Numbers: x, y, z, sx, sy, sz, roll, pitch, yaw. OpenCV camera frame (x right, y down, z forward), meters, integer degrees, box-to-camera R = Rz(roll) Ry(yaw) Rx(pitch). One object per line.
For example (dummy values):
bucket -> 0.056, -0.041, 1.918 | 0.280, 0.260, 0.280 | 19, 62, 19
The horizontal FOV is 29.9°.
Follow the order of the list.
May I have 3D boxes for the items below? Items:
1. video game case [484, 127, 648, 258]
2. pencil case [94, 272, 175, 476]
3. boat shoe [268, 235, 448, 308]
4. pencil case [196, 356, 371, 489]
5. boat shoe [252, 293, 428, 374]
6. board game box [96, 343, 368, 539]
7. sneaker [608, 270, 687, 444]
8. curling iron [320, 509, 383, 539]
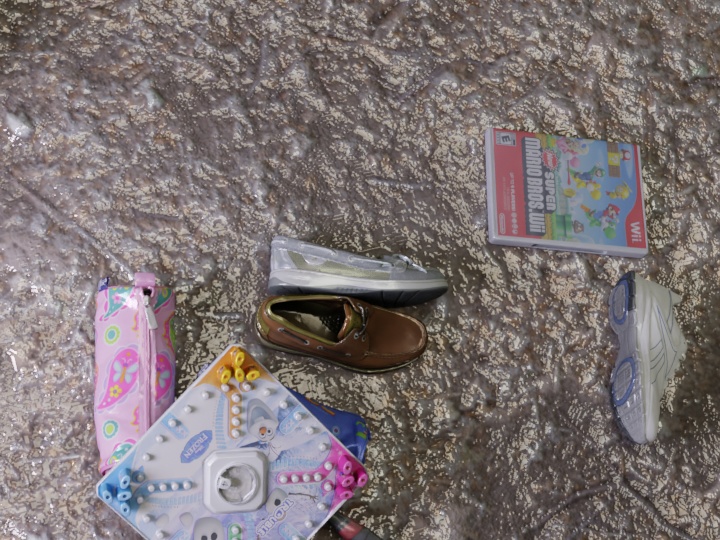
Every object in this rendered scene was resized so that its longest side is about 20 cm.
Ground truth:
video game case -> 0.245, -0.093, 1.606 | 0.197, 0.017, 0.145 | 5, 69, -14
pencil case -> -0.226, 0.109, 1.366 | 0.086, 0.088, 0.203 | 2, 71, -14
boat shoe -> -0.001, 0.000, 1.476 | 0.199, 0.075, 0.066 | 3, 74, -7
pencil case -> -0.082, 0.156, 1.391 | 0.198, 0.078, 0.088 | 27, 89, -6
boat shoe -> -0.015, 0.066, 1.448 | 0.197, 0.068, 0.073 | 4, 69, -14
board game box -> -0.121, 0.209, 1.318 | 0.200, 0.026, 0.200 | -46, 107, -3
sneaker -> 0.333, 0.099, 1.533 | 0.086, 0.075, 0.203 | 12, 68, -16
curling iron -> -0.010, 0.269, 1.393 | 0.198, 0.050, 0.026 | 32, 66, -8
